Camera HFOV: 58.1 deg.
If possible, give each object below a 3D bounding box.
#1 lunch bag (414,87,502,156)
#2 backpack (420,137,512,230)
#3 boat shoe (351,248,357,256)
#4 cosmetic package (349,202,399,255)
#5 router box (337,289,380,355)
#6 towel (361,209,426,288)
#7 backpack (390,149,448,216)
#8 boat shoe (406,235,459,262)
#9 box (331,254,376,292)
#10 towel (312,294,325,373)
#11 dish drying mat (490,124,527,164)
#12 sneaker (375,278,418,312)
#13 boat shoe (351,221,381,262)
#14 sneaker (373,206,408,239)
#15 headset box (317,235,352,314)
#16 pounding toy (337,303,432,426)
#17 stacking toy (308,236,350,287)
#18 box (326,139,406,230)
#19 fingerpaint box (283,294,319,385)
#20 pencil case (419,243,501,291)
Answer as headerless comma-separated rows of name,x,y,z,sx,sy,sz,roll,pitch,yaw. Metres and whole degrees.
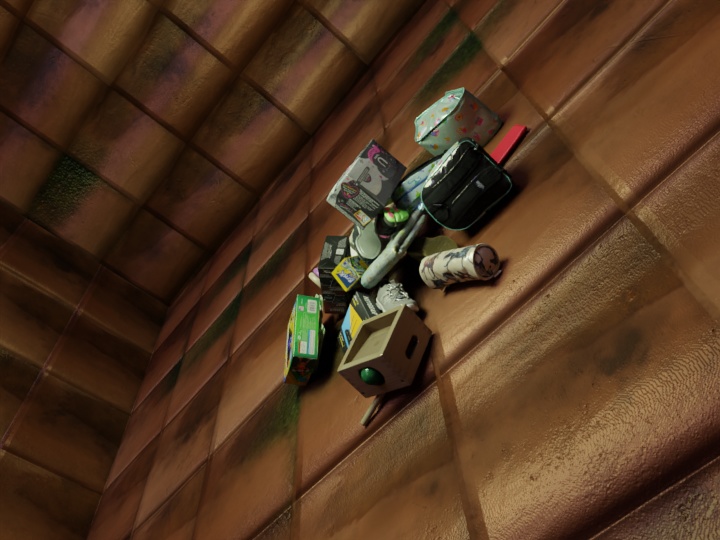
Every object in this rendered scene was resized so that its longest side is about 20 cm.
lunch bag,0.275,-0.407,1.825,0.199,0.169,0.123,-37,35,35
backpack,0.249,-0.205,1.591,0.200,0.175,0.153,-48,6,13
boat shoe,0.010,-0.082,2.059,0.072,0.062,0.203,3,72,32
cosmetic package,0.064,-0.112,1.925,0.199,0.103,0.088,-24,35,49
router box,0.001,0.157,1.675,0.200,0.050,0.151,-121,49,-68
towel,0.088,-0.057,1.700,0.201,0.048,0.171,-54,1,-43
backpack,0.178,-0.227,1.779,0.198,0.156,0.163,-18,-4,-20
boat shoe,0.191,-0.041,1.641,0.073,0.063,0.200,-53,27,-17
box,0.000,0.000,1.809,0.064,0.070,0.200,-44,-11,23
towel,-0.129,0.182,1.923,0.201,0.023,0.154,-104,24,-61
dish drying mat,0.359,-0.295,1.699,0.201,0.018,0.077,-54,21,5
sneaker,0.083,0.066,1.627,0.200,0.074,0.083,-164,69,-67
boat shoe,0.013,-0.076,1.801,0.201,0.075,0.061,-88,17,-56
sneaker,0.079,-0.123,1.719,0.200,0.076,0.085,-151,70,-83
headset box,-0.069,0.021,1.922,0.150,0.076,0.202,-79,-12,-47
pounding toy,0.053,0.216,1.471,0.183,0.142,0.201,-27,26,44
stacking toy,-0.079,-0.030,2.137,0.201,0.085,0.085,-50,22,0
box,0.019,-0.232,1.719,0.115,0.132,0.201,-45,10,42
fingerpaint box,-0.170,0.201,1.859,0.168,0.072,0.202,114,161,-52
pencil case,0.225,-0.006,1.468,0.199,0.089,0.078,-13,40,56
